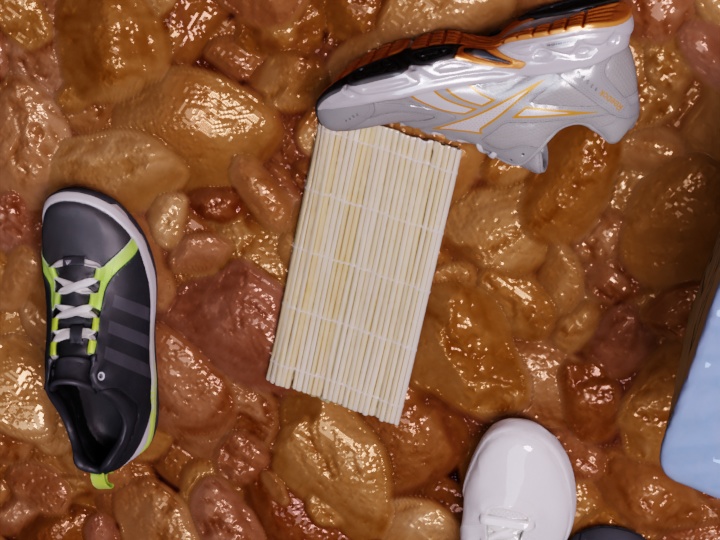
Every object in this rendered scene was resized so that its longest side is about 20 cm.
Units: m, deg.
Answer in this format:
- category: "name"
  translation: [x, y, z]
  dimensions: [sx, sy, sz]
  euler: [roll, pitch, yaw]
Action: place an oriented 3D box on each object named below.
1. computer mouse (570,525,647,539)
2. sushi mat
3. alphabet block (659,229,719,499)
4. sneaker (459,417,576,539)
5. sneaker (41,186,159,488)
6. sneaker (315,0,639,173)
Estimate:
- category: "computer mouse"
  translation: [0.187, 0.272, 1.176]
  dimensions: [0.139, 0.046, 0.201]
  euler: [12, 113, 12]
- category: "sushi mat"
  translation: [0.000, 0.000, 1.144]
  dimensions: [0.095, 0.012, 0.201]
  euler: [16, 114, 9]
- category: "alphabet block"
  translation: [0.286, 0.019, 0.969]
  dimensions: [0.194, 0.200, 0.197]
  euler: [20, 115, 6]
- category: "sneaker"
  translation: [0.090, 0.197, 1.152]
  dimensions: [0.075, 0.089, 0.201]
  euler: [13, 113, 12]
- category: "sneaker"
  translation: [-0.173, 0.047, 1.171]
  dimensions: [0.071, 0.083, 0.201]
  euler: [-4, 109, 16]
- category: "sneaker"
  translation: [0.070, -0.095, 1.057]
  dimensions: [0.199, 0.076, 0.093]
  euler: [-9, 112, 20]
